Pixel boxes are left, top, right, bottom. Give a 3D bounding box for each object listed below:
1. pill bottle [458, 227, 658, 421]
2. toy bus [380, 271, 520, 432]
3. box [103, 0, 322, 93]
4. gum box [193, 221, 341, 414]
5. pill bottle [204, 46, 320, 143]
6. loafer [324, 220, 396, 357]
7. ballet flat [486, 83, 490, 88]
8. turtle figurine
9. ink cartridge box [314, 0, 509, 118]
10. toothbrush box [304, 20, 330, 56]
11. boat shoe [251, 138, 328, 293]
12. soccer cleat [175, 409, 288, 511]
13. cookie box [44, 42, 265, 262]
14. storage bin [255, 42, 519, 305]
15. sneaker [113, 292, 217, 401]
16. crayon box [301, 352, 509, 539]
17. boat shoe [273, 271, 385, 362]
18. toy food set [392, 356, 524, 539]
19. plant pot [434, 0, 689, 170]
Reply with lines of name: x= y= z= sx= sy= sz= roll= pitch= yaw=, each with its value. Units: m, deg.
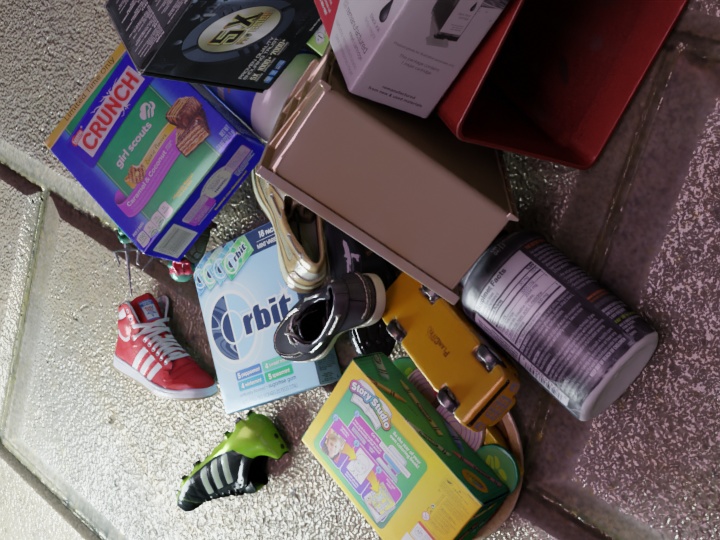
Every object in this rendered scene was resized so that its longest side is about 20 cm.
pill bottle: x=0.167 y=0.034 z=0.837 sx=0.200 sy=0.106 sz=0.107 roll=44 pitch=118 yaw=27
toy bus: x=0.087 y=0.074 z=0.873 sx=0.065 sy=0.078 sz=0.200 roll=-48 pitch=41 yaw=9
box: x=-0.104 y=-0.265 z=0.810 sx=0.200 sy=0.163 sz=0.087 roll=-43 pitch=68 yaw=31
gum box: x=-0.120 y=0.058 z=1.101 sx=0.169 sy=0.044 sz=0.203 roll=-21 pitch=79 yaw=38
pill bottle: x=-0.099 y=-0.212 z=1.025 sx=0.200 sy=0.111 sz=0.113 roll=42 pitch=117 yaw=28
loafer: x=0.000 y=0.000 z=0.998 sx=0.070 sy=0.067 sz=0.204 roll=176 pitch=85 yaw=-67
ballet flat: x=0.049 y=-0.152 z=0.944 sx=0.199 sy=0.062 sz=0.068 roll=-23 pitch=80 yaw=37
turtle figurine: x=-0.229 y=-0.062 z=1.122 sx=0.099 sy=0.150 sz=0.203 roll=8 pitch=85 yaw=8
ink cartridge box: x=0.054 y=-0.247 z=0.699 sx=0.201 sy=0.082 sz=0.148 roll=-53 pitch=40 yaw=35
toothbrush box: x=-0.039 y=-0.302 z=0.951 sx=0.200 sy=0.145 sz=0.087 roll=42 pitch=117 yaw=29
boat shoe: x=-0.072 y=-0.079 z=1.018 sx=0.076 sy=0.071 sz=0.202 roll=117 pitch=136 yaw=-59
soccer cleat: x=-0.167 y=0.261 z=1.143 sx=0.081 sy=0.067 sz=0.200 roll=48 pitch=120 yaw=10
cookie box: x=-0.233 y=-0.140 z=1.017 sx=0.200 sy=0.075 sz=0.172 roll=43 pitch=98 yaw=22
storage bin: x=0.027 y=-0.103 z=0.798 sx=0.199 sy=0.199 sz=0.094 roll=32 pitch=114 yaw=-13
sneaker: x=-0.262 y=0.097 z=1.199 sx=0.198 sy=0.071 sz=0.114 roll=15 pitch=106 yaw=38
crayon box: x=0.040 y=0.196 z=0.916 sx=0.200 sy=0.058 sz=0.119 roll=46 pitch=118 yaw=26
boat shoe: x=-0.052 y=0.050 z=0.959 sx=0.199 sy=0.062 sz=0.074 roll=-31 pitch=65 yaw=51
toy food set: x=0.082 y=0.188 z=0.950 sx=0.201 sy=0.048 sz=0.199 roll=51 pitch=121 yaw=24
plant pot: x=0.140 y=-0.232 z=0.797 sx=0.176 sy=0.198 sz=0.202 roll=47 pitch=119 yaw=39
